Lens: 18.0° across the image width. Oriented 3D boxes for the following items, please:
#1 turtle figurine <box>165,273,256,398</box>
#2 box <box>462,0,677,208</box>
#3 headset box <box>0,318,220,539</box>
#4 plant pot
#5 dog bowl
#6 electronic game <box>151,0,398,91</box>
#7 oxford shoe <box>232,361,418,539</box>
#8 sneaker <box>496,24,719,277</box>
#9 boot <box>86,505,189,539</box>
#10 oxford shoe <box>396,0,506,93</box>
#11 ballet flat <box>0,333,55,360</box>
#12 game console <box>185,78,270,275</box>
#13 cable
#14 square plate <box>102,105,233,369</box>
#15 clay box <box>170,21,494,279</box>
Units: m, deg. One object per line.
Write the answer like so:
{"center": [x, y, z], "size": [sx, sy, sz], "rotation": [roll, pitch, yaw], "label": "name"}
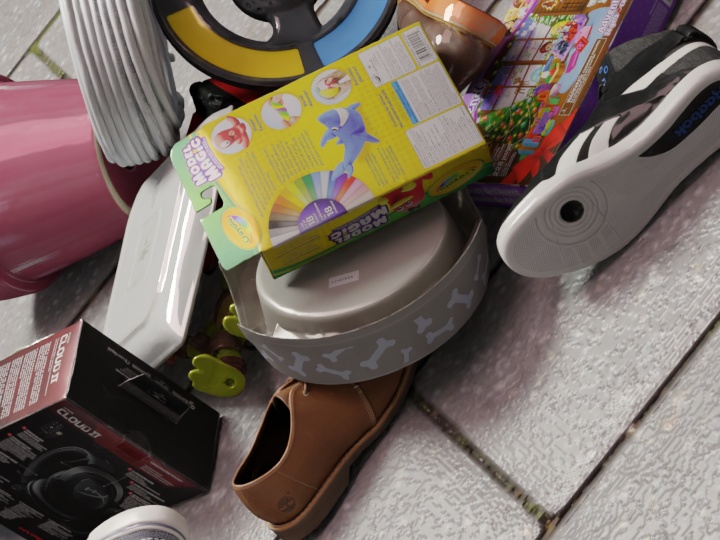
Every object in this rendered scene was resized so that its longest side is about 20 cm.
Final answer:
{"center": [-0.097, 0.038, 1.730], "size": [0.200, 0.064, 0.161], "rotation": [-41, 18, 14], "label": "turtle figurine"}
{"center": [0.138, -0.137, 1.632], "size": [0.137, 0.039, 0.200], "rotation": [5, 63, 54], "label": "box"}
{"center": [-0.216, 0.127, 1.717], "size": [0.200, 0.149, 0.077], "rotation": [-26, 42, 35], "label": "headset box"}
{"center": [-0.270, -0.085, 1.965], "size": [0.178, 0.200, 0.200], "rotation": [-12, 48, 24], "label": "plant pot"}
{"center": [0.000, 0.000, 1.589], "size": [0.199, 0.059, 0.200], "rotation": [-16, 36, 12], "label": "dog bowl"}
{"center": [-0.067, -0.232, 1.774], "size": [0.199, 0.042, 0.201], "rotation": [-1, 69, 3], "label": "electronic game"}
{"center": [-0.020, 0.088, 1.587], "size": [0.071, 0.071, 0.200], "rotation": [5, 59, 55], "label": "oxford shoe"}
{"center": [0.167, -0.083, 1.529], "size": [0.200, 0.073, 0.112], "rotation": [-38, 32, 7], "label": "sneaker"}
{"center": [-0.192, 0.258, 1.640], "size": [0.200, 0.073, 0.091], "rotation": [-45, 31, 29], "label": "boot"}
{"center": [0.052, -0.167, 1.707], "size": [0.073, 0.071, 0.200], "rotation": [-64, 8, 2], "label": "oxford shoe"}
{"center": [-0.270, 0.085, 1.906], "size": [0.200, 0.069, 0.070], "rotation": [-15, 48, 48], "label": "ballet flat"}
{"center": [-0.075, -0.091, 1.819], "size": [0.172, 0.119, 0.200], "rotation": [-17, 16, -12], "label": "game console"}
{"center": [-0.193, -0.183, 1.803], "size": [0.069, 0.201, 0.200], "rotation": [-14, 26, 1], "label": "cable"}
{"center": [-0.158, -0.011, 1.772], "size": [0.200, 0.028, 0.199], "rotation": [143, 140, -62], "label": "square plate"}
{"center": [-0.022, -0.078, 1.575], "size": [0.200, 0.048, 0.115], "rotation": [-26, 63, -1], "label": "clay box"}
